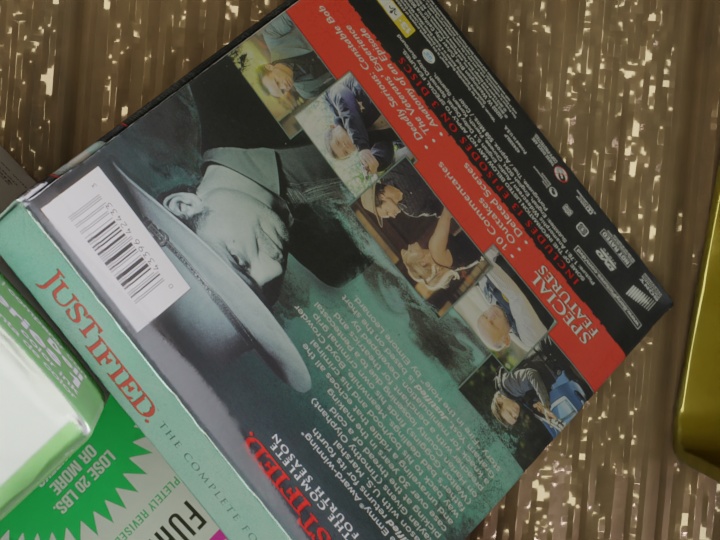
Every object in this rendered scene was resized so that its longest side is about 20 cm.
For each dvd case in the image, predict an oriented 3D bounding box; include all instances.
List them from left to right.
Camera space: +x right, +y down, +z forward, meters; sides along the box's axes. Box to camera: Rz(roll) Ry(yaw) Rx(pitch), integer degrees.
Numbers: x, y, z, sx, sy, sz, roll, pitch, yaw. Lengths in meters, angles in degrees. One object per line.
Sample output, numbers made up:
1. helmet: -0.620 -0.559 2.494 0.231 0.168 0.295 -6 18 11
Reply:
1. dvd case: 0.000 0.000 0.831 0.022 0.200 0.146 -36 95 38

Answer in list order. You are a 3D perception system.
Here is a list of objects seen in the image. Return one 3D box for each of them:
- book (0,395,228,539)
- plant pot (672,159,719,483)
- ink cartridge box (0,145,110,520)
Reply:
1. book: -0.023 0.118 0.866 0.134 0.048 0.200 -47 66 1
2. plant pot: 0.210 -0.020 0.825 0.176 0.200 0.201 9 94 -9
3. ink cartridge box: -0.141 0.045 0.817 0.145 0.200 0.084 -43 95 5
